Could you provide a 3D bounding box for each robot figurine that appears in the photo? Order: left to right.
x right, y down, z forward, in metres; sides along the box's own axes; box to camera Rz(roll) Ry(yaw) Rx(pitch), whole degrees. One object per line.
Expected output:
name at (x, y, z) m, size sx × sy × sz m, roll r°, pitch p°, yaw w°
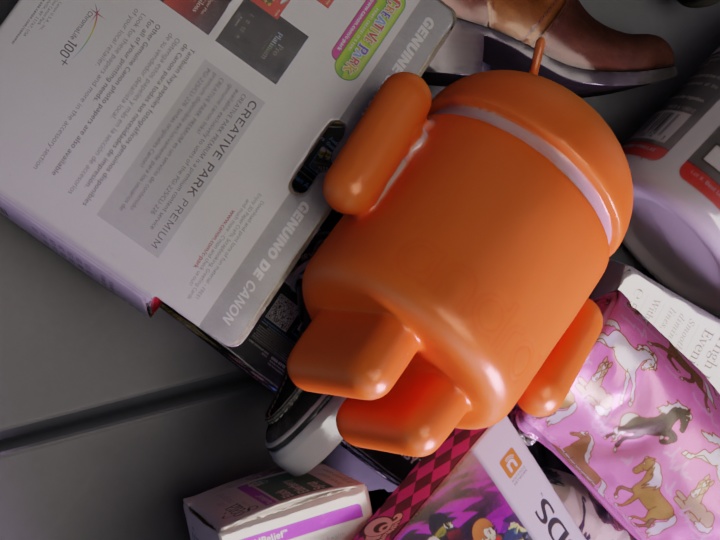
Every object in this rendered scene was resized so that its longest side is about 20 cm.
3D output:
robot figurine at (0.051, -0.008, 0.873) m, size 0.143 × 0.117 × 0.201 m, roll 33°, pitch 67°, yaw 8°

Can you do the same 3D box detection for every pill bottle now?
pill bottle at (0.238, -0.080, 1.068) m, size 0.200 × 0.116 × 0.116 m, roll -44°, pitch 111°, yaw -14°

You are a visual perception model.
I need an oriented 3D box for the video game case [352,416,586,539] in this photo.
video game case at (0.046, 0.199, 0.902) m, size 0.200 × 0.036 × 0.182 m, roll -45°, pitch 114°, yaw -29°

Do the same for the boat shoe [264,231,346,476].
boat shoe at (-0.004, 0.004, 0.948) m, size 0.071 × 0.072 × 0.201 m, roll 35°, pitch 71°, yaw -16°

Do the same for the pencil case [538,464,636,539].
pencil case at (0.117, 0.158, 1.037) m, size 0.199 × 0.077 × 0.090 m, roll 21°, pitch 81°, yaw -39°

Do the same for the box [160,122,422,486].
box at (0.000, 0.000, 1.005) m, size 0.200 × 0.046 × 0.160 m, roll 38°, pitch 80°, yaw -23°

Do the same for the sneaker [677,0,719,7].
sneaker at (0.190, -0.222, 1.005) m, size 0.113 × 0.200 × 0.077 m, roll 0°, pitch 58°, yaw -25°

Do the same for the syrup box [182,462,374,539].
syrup box at (-0.023, 0.203, 0.932) m, size 0.081 × 0.079 × 0.202 m, roll -13°, pitch 97°, yaw -18°

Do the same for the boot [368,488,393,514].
boot at (0.015, 0.200, 1.025) m, size 0.196 × 0.073 × 0.164 m, roll -13°, pitch 95°, yaw -25°

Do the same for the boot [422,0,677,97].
boot at (0.093, -0.198, 1.032) m, size 0.186 × 0.068 × 0.202 m, roll 3°, pitch 87°, yaw -18°

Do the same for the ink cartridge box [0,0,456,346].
ink cartridge box at (-0.079, -0.086, 0.908) m, size 0.175 × 0.084 × 0.201 m, roll 35°, pitch 81°, yaw -1°

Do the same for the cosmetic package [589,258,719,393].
cosmetic package at (0.200, 0.084, 1.065) m, size 0.199 × 0.074 × 0.102 m, roll 28°, pitch 92°, yaw -9°

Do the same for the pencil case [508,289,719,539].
pencil case at (0.163, 0.105, 0.985) m, size 0.200 × 0.086 × 0.083 m, roll 45°, pitch 34°, yaw -12°
